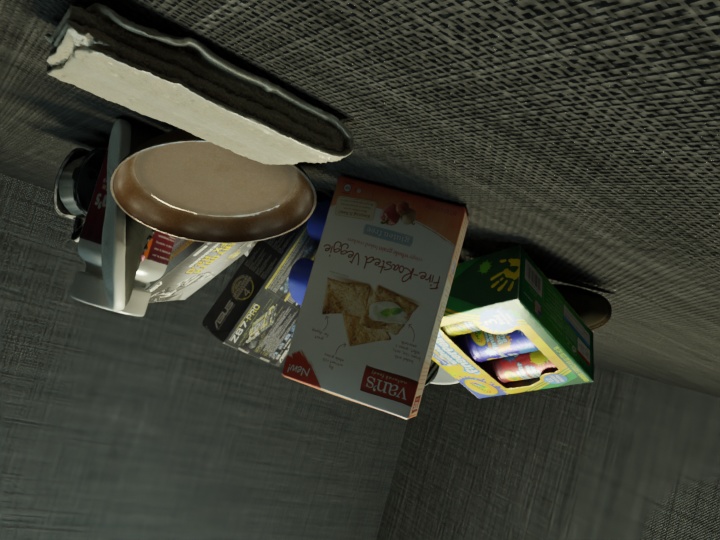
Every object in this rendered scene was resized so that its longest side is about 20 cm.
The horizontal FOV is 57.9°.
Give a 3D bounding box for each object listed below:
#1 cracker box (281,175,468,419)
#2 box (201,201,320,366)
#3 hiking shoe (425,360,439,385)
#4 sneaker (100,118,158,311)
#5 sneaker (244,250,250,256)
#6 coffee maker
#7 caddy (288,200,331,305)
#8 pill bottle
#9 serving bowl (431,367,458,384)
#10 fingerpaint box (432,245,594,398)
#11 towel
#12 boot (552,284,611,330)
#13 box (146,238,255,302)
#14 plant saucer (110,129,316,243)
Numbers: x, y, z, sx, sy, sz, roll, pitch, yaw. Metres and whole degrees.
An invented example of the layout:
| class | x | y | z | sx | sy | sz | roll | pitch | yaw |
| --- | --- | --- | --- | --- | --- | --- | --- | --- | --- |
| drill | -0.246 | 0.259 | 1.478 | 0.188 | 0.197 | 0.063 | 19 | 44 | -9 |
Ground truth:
| class | x | y | z | sx | sy | sz | roll | pitch | yaw |
| --- | --- | --- | --- | --- | --- | --- | --- | --- | --- |
| cracker box | 0.016 | 0.025 | 0.635 | 0.131 | 0.205 | 0.058 | 15 | 176 | 15 |
| box | -0.094 | 0.017 | 0.835 | 0.049 | 0.202 | 0.161 | 33 | 176 | 23 |
| hiking shoe | 0.009 | 0.105 | 0.882 | 0.195 | 0.076 | 0.087 | 16 | -168 | -2 |
| sneaker | -0.228 | -0.056 | 0.716 | 0.097 | 0.206 | 0.070 | 6 | 175 | -35 |
| sneaker | -0.145 | -0.051 | 1.128 | 0.109 | 0.079 | 0.200 | 18 | 175 | 2 |
| coffee maker | -0.330 | -0.112 | 0.942 | 0.188 | 0.139 | 0.198 | -9 | -168 | -33 |
| caddy | 0.000 | 0.000 | 0.790 | 0.103 | 0.145 | 0.199 | 18 | 177 | 22 |
| pill bottle | -0.280 | -0.055 | 0.798 | 0.107 | 0.205 | 0.110 | 16 | 175 | 1 |
| serving bowl | 0.082 | 0.095 | 0.994 | 0.196 | 0.067 | 0.202 | 20 | 150 | 12 |
| fingerpaint box | 0.166 | 0.074 | 0.791 | 0.164 | 0.075 | 0.199 | -16 | 137 | 37 |
| towel | -0.114 | -0.122 | 0.457 | 0.197 | 0.035 | 0.131 | 19 | 177 | -35 |
| boot | 0.222 | 0.040 | 0.833 | 0.195 | 0.077 | 0.097 | 2 | 164 | 16 |
| box | -0.231 | -0.029 | 0.932 | 0.049 | 0.198 | 0.158 | 56 | -169 | 8 |
| plant saucer | -0.140 | -0.082 | 0.638 | 0.194 | 0.033 | 0.201 | -1 | 158 | -1 |
